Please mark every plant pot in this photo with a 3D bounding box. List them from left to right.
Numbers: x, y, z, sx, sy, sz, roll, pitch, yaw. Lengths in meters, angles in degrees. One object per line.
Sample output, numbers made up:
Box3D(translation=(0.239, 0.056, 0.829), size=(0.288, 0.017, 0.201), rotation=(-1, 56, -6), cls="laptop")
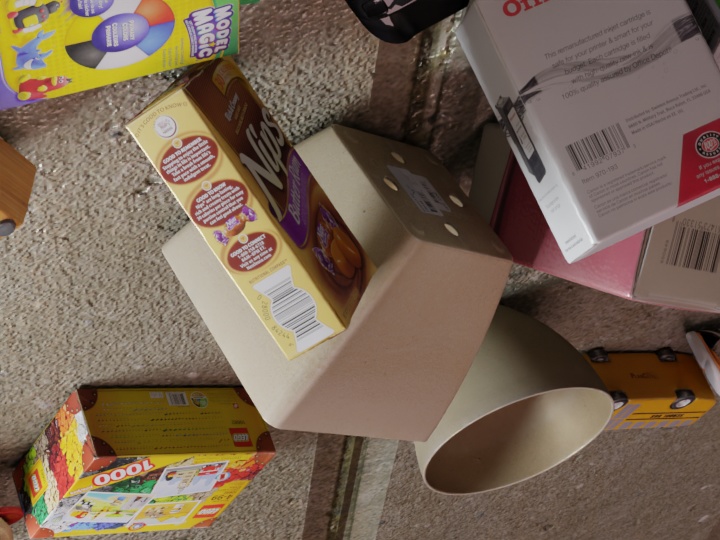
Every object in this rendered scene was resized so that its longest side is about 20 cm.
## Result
Box3D(translation=(0.000, 0.000, 1.432), size=(0.200, 0.200, 0.177), rotation=(12, 126, -49), cls="plant pot")
Box3D(translation=(0.133, 0.114, 1.765), size=(0.200, 0.135, 0.200), rotation=(-16, 150, -10), cls="plant pot")

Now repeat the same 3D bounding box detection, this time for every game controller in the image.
Box3D(translation=(0.085, -0.227, 1.268), size=(0.200, 0.042, 0.104), rotation=(-27, 165, 9), cls="game controller")

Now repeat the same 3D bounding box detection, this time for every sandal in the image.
Box3D(translation=(0.418, 0.103, 2.017), size=(0.059, 0.079, 0.207), rotation=(-30, 159, 11), cls="sandal")

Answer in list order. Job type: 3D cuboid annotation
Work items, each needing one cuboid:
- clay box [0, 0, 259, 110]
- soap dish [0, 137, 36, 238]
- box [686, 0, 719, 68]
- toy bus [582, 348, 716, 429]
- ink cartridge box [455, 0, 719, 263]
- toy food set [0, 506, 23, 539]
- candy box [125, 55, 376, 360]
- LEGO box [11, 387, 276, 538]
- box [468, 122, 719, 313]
Box3D(translation=(-0.153, -0.176, 1.166), size=(0.200, 0.048, 0.115), rotation=(-15, 151, -12), cls="clay box")
Box3D(translation=(-0.331, -0.060, 1.203), size=(0.157, 0.081, 0.200), rotation=(-28, 150, 11), cls="soap dish")
Box3D(translation=(0.331, -0.205, 1.398), size=(0.200, 0.101, 0.113), rotation=(-12, 150, -19), cls="box")
Box3D(translation=(0.306, 0.134, 1.995), size=(0.200, 0.065, 0.078), rotation=(1, 145, -37), cls="toy bus")
Box3D(translation=(0.178, -0.128, 1.301), size=(0.145, 0.200, 0.083), rotation=(-24, 174, -10), cls="ink cartridge box")
Box3D(translation=(-0.418, 0.246, 1.669), size=(0.198, 0.049, 0.200), rotation=(-19, 147, 23), cls="toy food set")
Box3D(translation=(-0.073, -0.048, 1.253), size=(0.056, 0.200, 0.117), rotation=(-32, -168, 20), cls="candy box")
Box3D(translation=(-0.206, 0.182, 1.703), size=(0.200, 0.077, 0.149), rotation=(2, 143, -37), cls="LEGO box")
Box3D(translation=(0.199, -0.044, 1.457), size=(0.128, 0.200, 0.109), rotation=(8, 98, -41), cls="box")
